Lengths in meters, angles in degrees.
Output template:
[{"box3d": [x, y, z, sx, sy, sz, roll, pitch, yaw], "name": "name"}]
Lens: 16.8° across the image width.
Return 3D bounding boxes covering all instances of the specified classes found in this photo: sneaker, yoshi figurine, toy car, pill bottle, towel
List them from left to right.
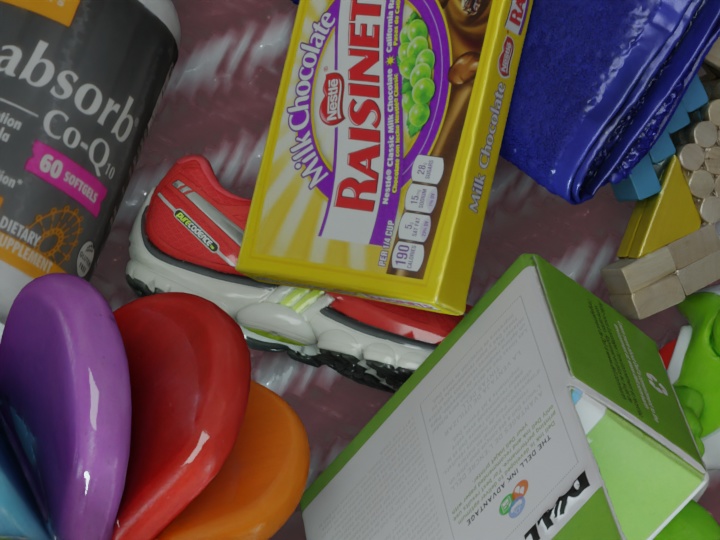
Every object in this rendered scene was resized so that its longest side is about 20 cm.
[{"box3d": [-0.142, -0.076, 1.011, 0.116, 0.116, 0.201, 17, 73, 6], "name": "pill bottle"}, {"box3d": [-0.109, 0.072, 0.899, 0.151, 0.199, 0.175, -62, 40, 28], "name": "toy car"}, {"box3d": [0.000, 0.000, 1.026, 0.199, 0.077, 0.085, 17, 81, 6], "name": "sneaker"}, {"box3d": [0.064, -0.133, 1.001, 0.200, 0.049, 0.148, 38, 98, 33], "name": "towel"}, {"box3d": [0.150, 0.076, 0.991, 0.200, 0.112, 0.112, -44, 89, 3], "name": "yoshi figurine"}]

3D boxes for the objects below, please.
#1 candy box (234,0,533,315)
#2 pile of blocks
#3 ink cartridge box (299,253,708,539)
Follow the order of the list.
[{"box3d": [0.016, -0.088, 0.975, 0.102, 0.026, 0.202, 8, 82, 37], "name": "candy box"}, {"box3d": [0.137, -0.075, 1.022, 0.082, 0.062, 0.201, 29, 81, -15], "name": "pile of blocks"}, {"box3d": [0.057, 0.110, 0.904, 0.076, 0.200, 0.148, 33, 111, -24], "name": "ink cartridge box"}]
